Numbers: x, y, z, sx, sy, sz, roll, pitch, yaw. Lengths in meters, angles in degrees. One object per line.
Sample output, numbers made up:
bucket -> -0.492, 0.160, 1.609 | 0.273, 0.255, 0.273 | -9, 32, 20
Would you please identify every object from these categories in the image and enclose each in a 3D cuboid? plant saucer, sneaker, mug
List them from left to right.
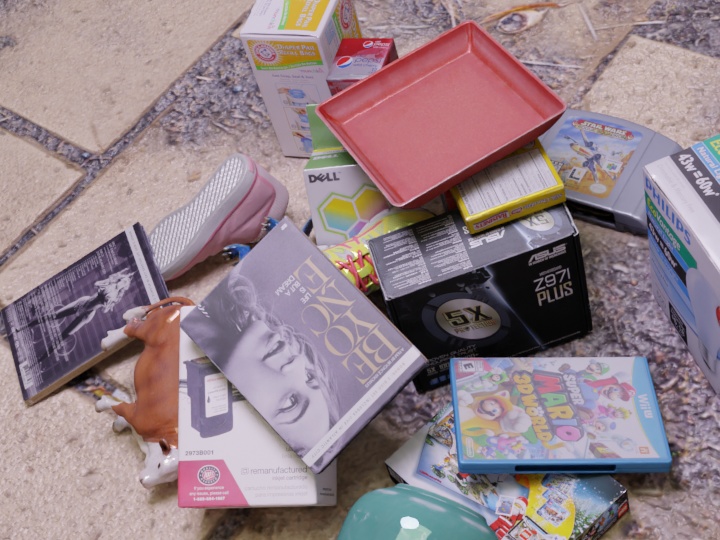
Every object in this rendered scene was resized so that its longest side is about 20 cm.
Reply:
sneaker -> -0.164, -0.043, 1.581 | 0.200, 0.104, 0.076 | -43, 49, 20
sneaker -> 0.000, 0.000, 1.420 | 0.199, 0.079, 0.090 | -25, 15, 19
mug -> 0.039, 0.254, 1.203 | 0.184, 0.152, 0.115 | 14, 74, 30
plant saucer -> 0.080, -0.153, 1.371 | 0.199, 0.037, 0.200 | -30, 44, -7

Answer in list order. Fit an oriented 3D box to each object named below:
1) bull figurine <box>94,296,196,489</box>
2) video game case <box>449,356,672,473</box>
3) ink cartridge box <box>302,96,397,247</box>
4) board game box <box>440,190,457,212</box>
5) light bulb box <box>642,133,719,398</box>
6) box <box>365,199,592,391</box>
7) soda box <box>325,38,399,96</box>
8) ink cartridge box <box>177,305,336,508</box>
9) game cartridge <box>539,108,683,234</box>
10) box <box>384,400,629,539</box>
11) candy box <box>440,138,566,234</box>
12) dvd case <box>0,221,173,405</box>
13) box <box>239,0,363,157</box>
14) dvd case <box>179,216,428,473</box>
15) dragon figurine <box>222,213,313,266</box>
bull figurine -> -0.217, 0.127, 1.424 | 0.121, 0.065, 0.202 | 4, 80, 30
video game case -> 0.189, 0.138, 1.310 | 0.198, 0.018, 0.144 | 0, 39, -1
ink cartridge box -> 0.000, -0.080, 1.467 | 0.103, 0.202, 0.059 | -4, 23, 14
board game box -> 0.104, -0.103, 1.488 | 0.040, 0.154, 0.201 | -15, 50, 3
light bulb box -> 0.370, 0.005, 1.289 | 0.124, 0.201, 0.199 | -23, 49, -3
box -> 0.124, 0.017, 1.377 | 0.198, 0.164, 0.087 | -19, 48, 0
soda box -> 0.022, -0.166, 1.530 | 0.063, 0.201, 0.070 | 4, 52, 21
ink cartridge box -> -0.102, 0.134, 1.348 | 0.143, 0.084, 0.202 | -4, 79, 13
game cartridge -> 0.258, -0.119, 1.533 | 0.199, 0.042, 0.134 | 18, 63, 28
box -> 0.138, 0.206, 1.301 | 0.136, 0.038, 0.200 | -39, 52, -16
candy box -> 0.127, -0.123, 1.371 | 0.101, 0.027, 0.201 | -21, 45, 2
dvd case -> -0.316, 0.047, 1.556 | 0.199, 0.016, 0.149 | -32, 49, 5
box -> -0.056, -0.242, 1.615 | 0.101, 0.201, 0.113 | 6, 53, 20
dvd case -> -0.056, 0.069, 1.289 | 0.149, 0.016, 0.200 | -45, 76, 0
dragon figurine -> -0.090, -0.005, 1.526 | 0.199, 0.059, 0.100 | -32, 50, -9
